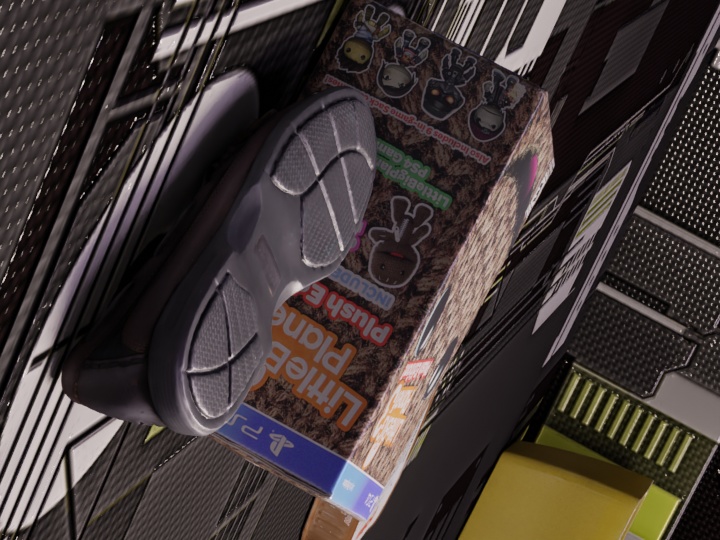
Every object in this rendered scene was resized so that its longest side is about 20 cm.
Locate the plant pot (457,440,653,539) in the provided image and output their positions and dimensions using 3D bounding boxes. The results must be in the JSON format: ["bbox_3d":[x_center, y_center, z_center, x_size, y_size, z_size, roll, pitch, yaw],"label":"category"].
[{"bbox_3d":[0.228,0.312,2.983,0.201,0.176,0.200,-63,171,8],"label":"plant pot"}]

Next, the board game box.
[{"bbox_3d":[0.000,0.000,1.117,0.201,0.096,0.159,-62,171,-5],"label":"board game box"}]

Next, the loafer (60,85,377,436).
[{"bbox_3d":[-0.054,-0.011,0.965,0.200,0.062,0.072,-58,141,-48],"label":"loafer"}]

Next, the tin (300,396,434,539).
[{"bbox_3d":[0.011,0.121,1.707,0.112,0.042,0.201,-45,161,-49],"label":"tin"}]
